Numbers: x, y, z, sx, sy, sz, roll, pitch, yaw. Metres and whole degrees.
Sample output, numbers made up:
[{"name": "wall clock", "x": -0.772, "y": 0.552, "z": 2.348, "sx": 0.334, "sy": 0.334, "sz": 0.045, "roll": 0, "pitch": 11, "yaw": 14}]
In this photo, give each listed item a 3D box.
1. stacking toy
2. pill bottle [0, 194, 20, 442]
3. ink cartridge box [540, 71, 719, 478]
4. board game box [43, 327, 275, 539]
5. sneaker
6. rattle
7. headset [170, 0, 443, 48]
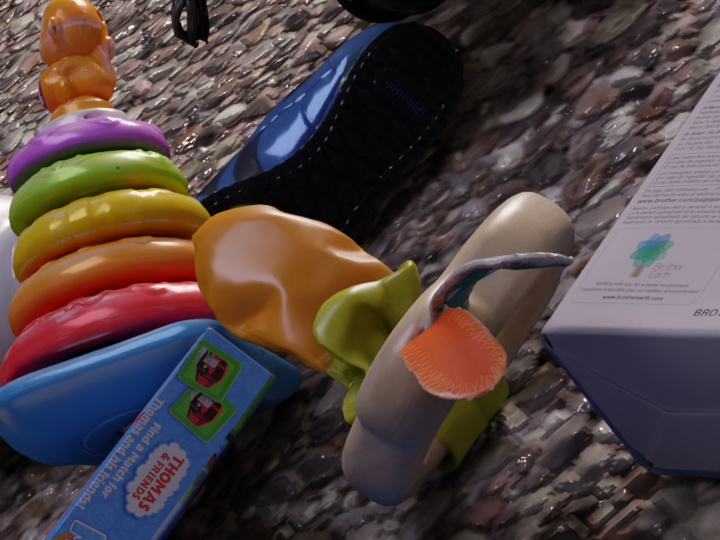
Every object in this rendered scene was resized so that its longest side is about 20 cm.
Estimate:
[{"name": "stacking toy", "x": -0.108, "y": -0.026, "z": 1.003, "sx": 0.110, "sy": 0.116, "sz": 0.200, "roll": -19, "pitch": 71, "yaw": 14}, {"name": "pill bottle", "x": -0.192, "y": 0.029, "z": 1.120, "sx": 0.200, "sy": 0.112, "sz": 0.112, "roll": -19, "pitch": 33, "yaw": 32}, {"name": "ink cartridge box", "x": 0.173, "y": -0.025, "z": 0.809, "sx": 0.136, "sy": 0.076, "sz": 0.200, "roll": 0, "pitch": 47, "yaw": 49}, {"name": "board game box", "x": -0.115, "y": 0.129, "z": 0.883, "sx": 0.200, "sy": 0.037, "sz": 0.151, "roll": -53, "pitch": 0, "yaw": -28}, {"name": "sneaker", "x": -0.034, "y": -0.034, "z": 1.096, "sx": 0.200, "sy": 0.066, "sz": 0.078, "roll": -47, "pitch": 13, "yaw": -16}, {"name": "rattle", "x": 0.000, "y": 0.000, "z": 0.831, "sx": 0.130, "sy": 0.143, "sz": 0.200, "roll": -41, "pitch": -10, "yaw": 8}, {"name": "headset", "x": 0.015, "y": -0.139, "z": 1.099, "sx": 0.124, "sy": 0.199, "sz": 0.094, "roll": 156, "pitch": 120, "yaw": -83}]
